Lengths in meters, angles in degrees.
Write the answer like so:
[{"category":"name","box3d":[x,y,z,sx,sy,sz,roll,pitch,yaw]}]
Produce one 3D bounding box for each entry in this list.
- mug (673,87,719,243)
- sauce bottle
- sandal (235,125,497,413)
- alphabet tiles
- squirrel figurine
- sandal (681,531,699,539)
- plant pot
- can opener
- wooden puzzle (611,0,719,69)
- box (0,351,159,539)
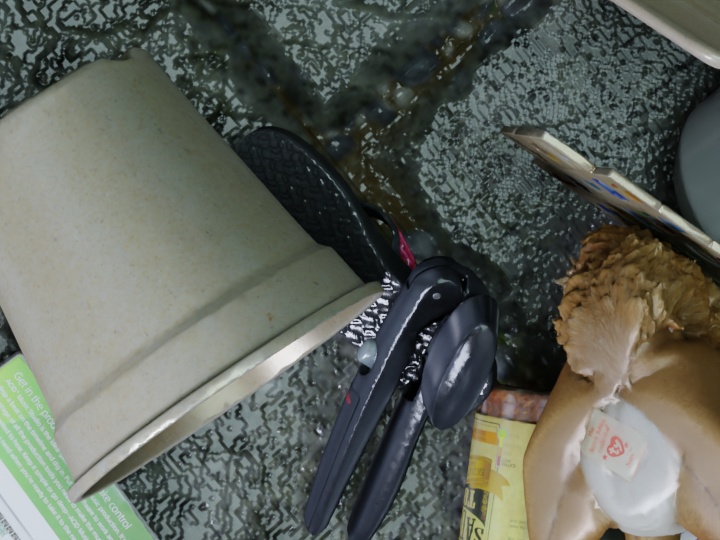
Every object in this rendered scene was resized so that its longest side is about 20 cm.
[{"category":"mug","box3d":[0.270,-0.054,1.493,0.186,0.153,0.150,41,47,-20]},{"category":"sauce bottle","box3d":[0.085,0.166,1.513,0.066,0.066,0.201,8,88,-12]},{"category":"sandal","box3d":[0.000,0.000,1.497,0.075,0.045,0.200,-38,99,30]},{"category":"alphabet tiles","box3d":[0.169,-0.022,1.472,0.200,0.166,0.006,34,89,-10]},{"category":"squirrel figurine","box3d":[0.182,0.065,1.466,0.186,0.141,0.201,-11,87,-55]},{"category":"sandal","box3d":[0.183,0.204,1.521,0.202,0.050,0.083,-32,121,-23]},{"category":"plant pot","box3d":[-0.120,-0.008,1.414,0.200,0.200,0.184,-34,87,-9]},{"category":"can opener","box3d":[0.017,0.075,1.465,0.063,0.079,0.200,26,125,-8]},{"category":"wooden puzzle","box3d":[0.223,-0.196,1.483,0.200,0.185,0.037,-36,129,-10]},{"category":"box","box3d":[-0.225,0.160,1.466,0.200,0.036,0.145,-36,98,-7]}]
